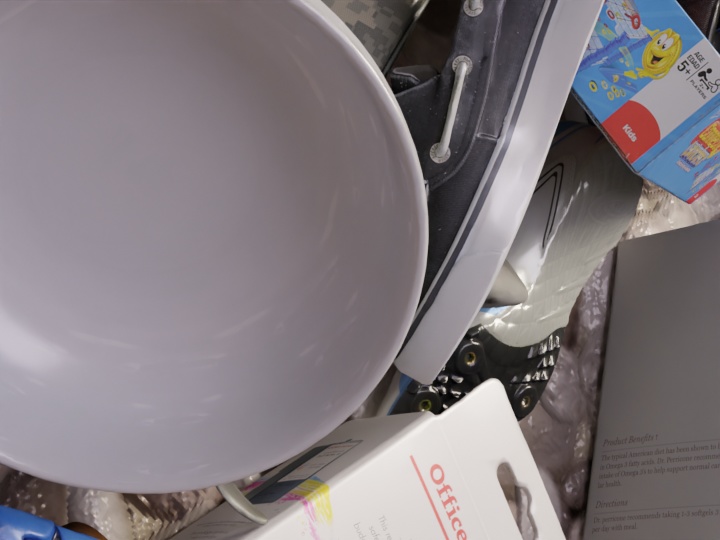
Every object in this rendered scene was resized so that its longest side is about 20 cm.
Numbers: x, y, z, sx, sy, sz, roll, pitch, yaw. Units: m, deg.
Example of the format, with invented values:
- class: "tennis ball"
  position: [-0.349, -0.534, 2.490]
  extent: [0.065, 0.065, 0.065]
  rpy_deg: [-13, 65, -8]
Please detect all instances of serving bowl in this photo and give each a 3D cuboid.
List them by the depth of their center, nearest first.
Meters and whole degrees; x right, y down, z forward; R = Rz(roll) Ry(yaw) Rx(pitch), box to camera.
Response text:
- class: "serving bowl"
  position: [-0.076, -0.025, 0.587]
  extent: [0.200, 0.199, 0.066]
  rpy_deg: [49, 19, -22]

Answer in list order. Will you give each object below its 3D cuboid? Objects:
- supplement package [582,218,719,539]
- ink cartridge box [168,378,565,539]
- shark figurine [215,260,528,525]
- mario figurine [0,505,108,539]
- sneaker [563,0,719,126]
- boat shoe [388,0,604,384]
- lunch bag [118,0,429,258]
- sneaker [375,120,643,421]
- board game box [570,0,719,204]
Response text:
- class: "supplement package"
  position: [0.201, 0.085, 0.911]
  extent: [0.117, 0.116, 0.202]
  rpy_deg: [24, 67, -34]
- class: "ink cartridge box"
  position: [-0.004, 0.139, 0.749]
  extent: [0.199, 0.067, 0.118]
  rpy_deg: [-30, 101, -37]
- class: "shark figurine"
  position: [-0.020, -0.002, 0.726]
  extent: [0.128, 0.090, 0.214]
  rpy_deg: [45, 44, 11]
- class: "mario figurine"
  position: [-0.178, 0.088, 0.627]
  extent: [0.200, 0.105, 0.124]
  rpy_deg: [44, 21, -37]
- class: "sneaker"
  position: [0.183, -0.158, 0.950]
  extent: [0.073, 0.111, 0.202]
  rpy_deg: [30, 63, -34]
- class: "boat shoe"
  position: [0.040, -0.057, 0.676]
  extent: [0.067, 0.072, 0.202]
  rpy_deg: [21, 105, 1]
- class: "lunch bag"
  position: [-0.082, -0.103, 0.698]
  extent: [0.167, 0.139, 0.201]
  rpy_deg: [40, 58, -15]
- class: "sneaker"
  position: [0.065, 0.012, 0.851]
  extent: [0.201, 0.072, 0.072]
  rpy_deg: [-55, 128, -19]
- class: "board game box"
  position: [0.101, -0.129, 0.799]
  extent: [0.197, 0.056, 0.200]
  rpy_deg: [53, 12, 11]
